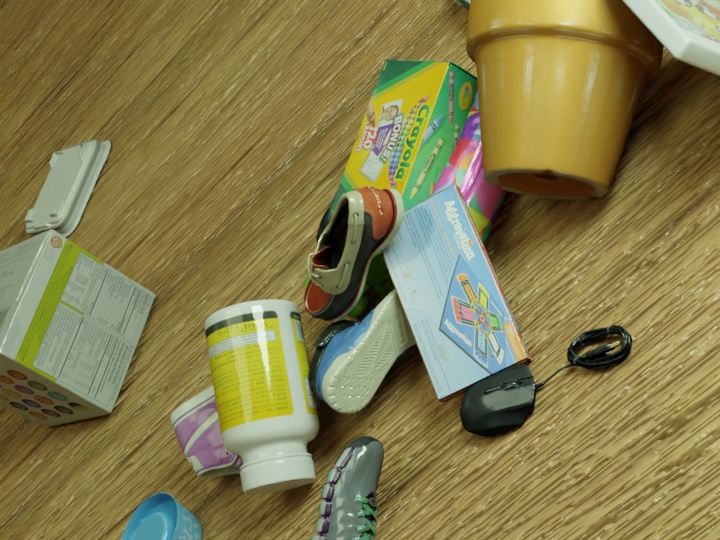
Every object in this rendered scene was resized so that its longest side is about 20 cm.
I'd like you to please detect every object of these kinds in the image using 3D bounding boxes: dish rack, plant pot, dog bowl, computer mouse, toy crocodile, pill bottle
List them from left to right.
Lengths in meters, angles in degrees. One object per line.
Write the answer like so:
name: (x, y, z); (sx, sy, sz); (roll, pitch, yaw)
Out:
dish rack: (-0.540, -0.151, 2.303); (0.171, 0.043, 0.201); (-6, 59, 48)
dog bowl: (-0.250, 0.368, 1.504); (0.111, 0.050, 0.201); (-10, 55, 48)
pill bottle: (-0.106, 0.142, 1.411); (0.111, 0.111, 0.201); (-24, 69, 39)
toy crocodile: (0.000, 0.000, 1.453); (0.200, 0.067, 0.062); (-33, 28, 53)
computer mouse: (0.170, 0.101, 1.206); (0.200, 0.034, 0.059); (-34, 39, 30)
plant pot: (0.198, -0.174, 1.276); (0.200, 0.200, 0.184); (-2, 77, 51)

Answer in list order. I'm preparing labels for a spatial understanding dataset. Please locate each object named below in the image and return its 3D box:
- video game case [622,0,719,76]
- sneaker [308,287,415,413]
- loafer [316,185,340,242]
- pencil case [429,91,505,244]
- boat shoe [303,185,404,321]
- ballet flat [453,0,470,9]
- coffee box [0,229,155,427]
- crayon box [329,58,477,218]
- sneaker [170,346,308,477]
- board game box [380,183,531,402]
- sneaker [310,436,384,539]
video game case: (0.319, -0.219, 1.151); (0.023, 0.181, 0.200); (-61, 29, 27)
sneaker: (0.021, 0.064, 1.385); (0.200, 0.077, 0.111); (-49, 21, -7)
loafer: (0.007, -0.107, 1.551); (0.070, 0.068, 0.201); (33, 93, 48)
pencil case: (0.126, -0.099, 1.382); (0.088, 0.088, 0.201); (6, 68, 53)
boat shoe: (-0.022, -0.015, 1.336); (0.200, 0.062, 0.071); (-56, 49, 44)
ballet flat: (0.142, -0.377, 1.620); (0.074, 0.074, 0.201); (-32, 39, 32)
coffee box: (-0.456, 0.092, 1.857); (0.199, 0.197, 0.201); (-15, 49, 46)
crayon box: (0.050, -0.137, 1.447); (0.119, 0.058, 0.201); (14, 83, 52)
sneaker: (-0.127, 0.173, 1.509); (0.200, 0.073, 0.115); (-39, 57, 16)
board game box: (0.091, 0.022, 1.292); (0.103, 0.019, 0.201); (-28, 67, 19)
sneaker: (-0.002, 0.270, 1.269); (0.087, 0.074, 0.201); (17, 84, 38)
